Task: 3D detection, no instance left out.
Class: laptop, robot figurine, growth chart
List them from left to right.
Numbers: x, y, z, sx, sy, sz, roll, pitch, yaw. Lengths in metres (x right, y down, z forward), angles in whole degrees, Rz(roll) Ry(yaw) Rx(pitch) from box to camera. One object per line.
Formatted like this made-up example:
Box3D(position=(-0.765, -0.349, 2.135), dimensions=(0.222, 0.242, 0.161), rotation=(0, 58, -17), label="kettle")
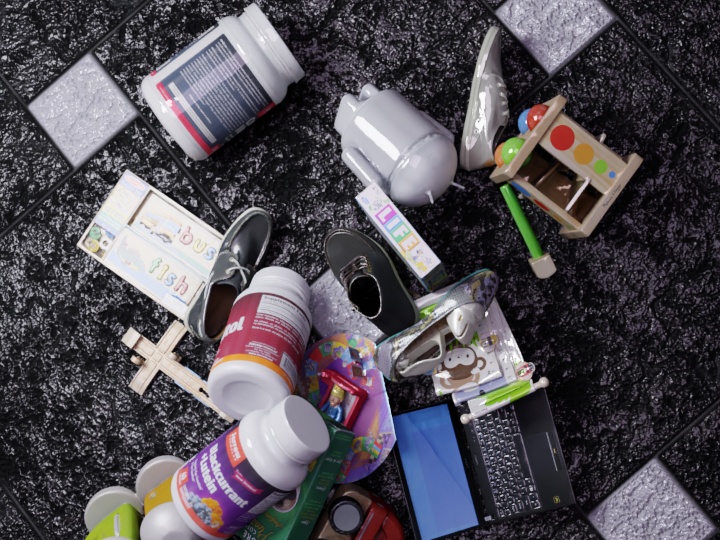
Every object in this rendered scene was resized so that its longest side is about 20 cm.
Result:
Box3D(position=(0.053, -0.166, 1.693), dimensions=(0.169, 0.113, 0.200), rotation=(-32, 66, -31), label="robot figurine")
Box3D(position=(0.142, 0.103, 1.641), dimensions=(0.144, 0.018, 0.201), rotation=(-31, 64, 6), label="growth chart")
Box3D(position=(0.158, 0.249, 1.636), dimensions=(0.198, 0.103, 0.179), rotation=(-18, 81, 22), label="laptop")

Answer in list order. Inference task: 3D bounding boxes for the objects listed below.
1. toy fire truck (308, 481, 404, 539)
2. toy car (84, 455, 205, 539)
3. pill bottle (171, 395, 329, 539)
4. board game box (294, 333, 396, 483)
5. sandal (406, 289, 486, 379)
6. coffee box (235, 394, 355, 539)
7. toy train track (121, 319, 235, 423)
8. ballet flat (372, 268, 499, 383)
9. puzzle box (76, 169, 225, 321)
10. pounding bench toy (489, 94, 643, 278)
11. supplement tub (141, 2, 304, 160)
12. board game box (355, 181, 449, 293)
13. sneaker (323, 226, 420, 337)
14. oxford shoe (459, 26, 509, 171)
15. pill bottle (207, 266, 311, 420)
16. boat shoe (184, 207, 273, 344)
Box3D(position=(0.017, 0.404, 1.640), dimensions=(0.199, 0.129, 0.177), rotation=(29, 91, -8), label="toy fire truck")
Box3D(position=(-0.275, 0.362, 1.667), dimensions=(0.199, 0.175, 0.151), rotation=(-31, 116, 2), label="toy car")
Box3D(position=(-0.136, 0.247, 1.568), dimensions=(0.200, 0.111, 0.112), rotation=(-39, 79, 23), label="pill bottle")
Box3D(position=(-0.039, 0.184, 1.663), dimensions=(0.157, 0.039, 0.202), rotation=(-23, 68, 29), label="board game box")
Box3D(position=(0.113, 0.092, 1.695), dimensions=(0.199, 0.055, 0.082), rotation=(26, 80, 24), label="sandal")
Box3D(position=(-0.095, 0.276, 1.632), dimensions=(0.123, 0.044, 0.202), rotation=(27, 95, 44), label="coffee box")
Box3D(position=(-0.254, 0.146, 1.739), dimensions=(0.199, 0.033, 0.115), rotation=(35, 88, 9), label="toy train track")
Box3D(position=(0.109, 0.081, 1.611), dimensions=(0.200, 0.072, 0.072), rotation=(-37, 80, 10), label="ballet flat")
Box3D(position=(-0.289, -0.036, 1.771), dimensions=(0.199, 0.025, 0.134), rotation=(33, 87, 10), label="puzzle box")
Box3D(position=(0.242, -0.110, 1.647), dimensions=(0.155, 0.124, 0.201), rotation=(36, 88, -4), label="pounding bench toy")
Box3D(position=(-0.191, -0.263, 1.730), dimensions=(0.199, 0.140, 0.141), rotation=(-36, 80, 2), label="supplement tub")
Box3D(position=(0.059, -0.038, 1.639), dimensions=(0.034, 0.200, 0.135), rotation=(-40, 80, 1), label="board game box")
Box3D(position=(0.000, 0.000, 1.666), dimensions=(0.075, 0.106, 0.200), rotation=(-44, 58, 7), label="sneaker")
Box3D(position=(0.180, -0.235, 1.714), dimensions=(0.057, 0.075, 0.202), rotation=(9, 91, 14), label="oxford shoe")
Box3D(position=(-0.127, 0.095, 1.651), dimensions=(0.112, 0.114, 0.201), rotation=(6, 44, 8), label="pill bottle")
Box3D(position=(-0.173, 0.008, 1.721), dimensions=(0.071, 0.068, 0.201), rotation=(29, 88, -22), label="boat shoe")
